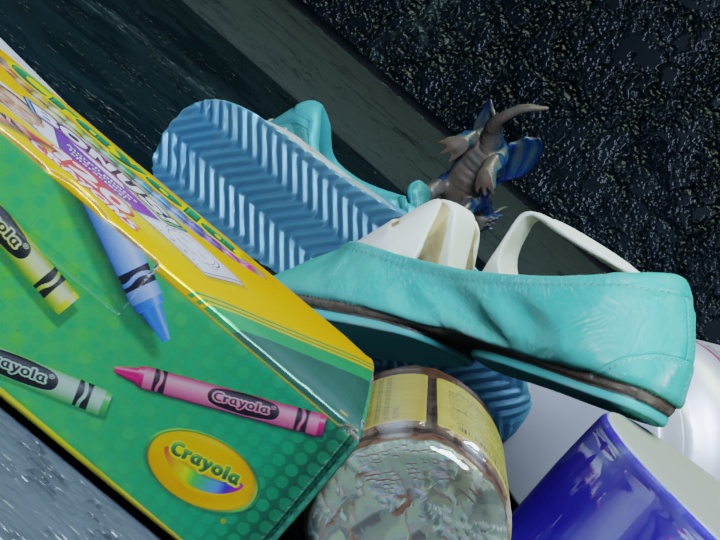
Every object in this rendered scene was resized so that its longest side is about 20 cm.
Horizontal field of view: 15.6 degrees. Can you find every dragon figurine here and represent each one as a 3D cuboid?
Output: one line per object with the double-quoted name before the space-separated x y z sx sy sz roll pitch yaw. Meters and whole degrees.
"dragon figurine" 0.100 -0.089 2.037 0.059 0.200 0.099 39 44 10

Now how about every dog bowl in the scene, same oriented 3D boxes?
"dog bowl" 0.138 0.144 0.952 0.200 0.079 0.200 39 7 -5

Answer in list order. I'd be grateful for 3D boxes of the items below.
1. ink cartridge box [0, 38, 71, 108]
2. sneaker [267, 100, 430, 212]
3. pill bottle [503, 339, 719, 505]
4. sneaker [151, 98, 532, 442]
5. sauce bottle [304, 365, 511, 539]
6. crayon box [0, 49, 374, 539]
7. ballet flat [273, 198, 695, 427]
"ink cartridge box" -0.158 -0.076 0.907 0.200 0.044 0.094 43 6 30
"sneaker" 0.020 0.000 1.238 0.200 0.080 0.077 42 7 9
"pill bottle" 0.146 0.085 1.212 0.109 0.109 0.200 43 16 29
"sneaker" 0.000 0.000 1.158 0.200 0.077 0.081 43 5 11
"sauce bottle" 0.018 0.066 0.856 0.065 0.065 0.200 40 7 -2
"crayon box" -0.090 -0.005 0.754 0.200 0.058 0.119 40 7 -3
"ballet flat" 0.048 0.009 1.047 0.199 0.071 0.067 12 -13 33
